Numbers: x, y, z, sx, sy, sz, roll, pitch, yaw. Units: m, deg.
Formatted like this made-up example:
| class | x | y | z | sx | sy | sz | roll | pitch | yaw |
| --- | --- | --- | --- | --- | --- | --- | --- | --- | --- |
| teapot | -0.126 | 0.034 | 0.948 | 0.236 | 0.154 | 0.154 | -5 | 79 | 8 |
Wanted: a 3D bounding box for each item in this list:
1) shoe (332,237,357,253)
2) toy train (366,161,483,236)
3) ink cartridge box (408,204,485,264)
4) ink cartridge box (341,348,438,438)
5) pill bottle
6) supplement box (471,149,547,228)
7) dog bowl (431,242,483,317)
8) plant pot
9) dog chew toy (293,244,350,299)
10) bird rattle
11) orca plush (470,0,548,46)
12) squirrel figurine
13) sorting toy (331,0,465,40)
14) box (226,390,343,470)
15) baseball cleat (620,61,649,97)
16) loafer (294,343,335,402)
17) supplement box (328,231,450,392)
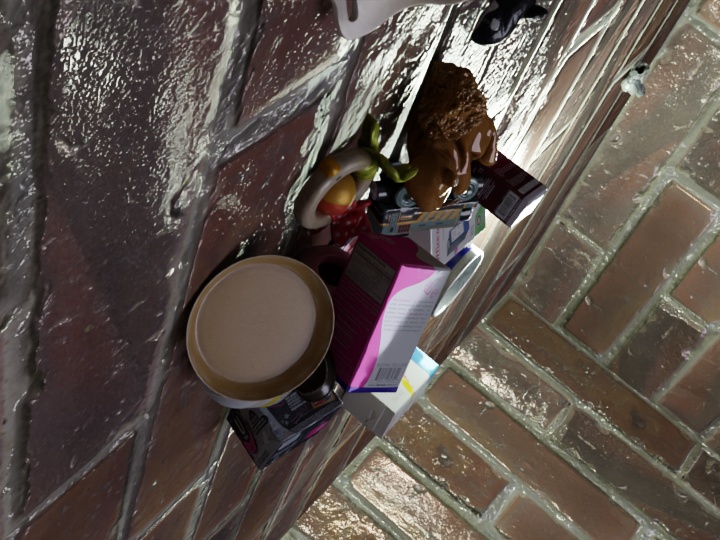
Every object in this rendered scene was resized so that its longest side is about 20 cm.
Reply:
| class | x | y | z | sx | sy | sz | roll | pitch | yaw |
| --- | --- | --- | --- | --- | --- | --- | --- | --- | --- |
| shoe | 0.000 | 0.000 | 1.743 | 0.072 | 0.091 | 0.200 | -49 | 167 | -13 |
| toy train | 0.100 | -0.113 | 1.671 | 0.199 | 0.085 | 0.115 | -8 | 133 | -26 |
| ink cartridge box | 0.139 | -0.103 | 1.848 | 0.200 | 0.087 | 0.146 | -36 | 133 | -44 |
| ink cartridge box | 0.073 | 0.296 | 2.722 | 0.200 | 0.146 | 0.147 | -43 | 166 | -36 |
| pill bottle | -0.163 | 0.139 | 1.499 | 0.112 | 0.112 | 0.200 | -52 | 168 | 1 |
| supplement box | 0.204 | -0.165 | 1.761 | 0.061 | 0.200 | 0.109 | -57 | 166 | 30 |
| dog bowl | 0.210 | 0.012 | 2.571 | 0.200 | 0.079 | 0.200 | -48 | 167 | -15 |
| plant pot | -0.130 | 0.072 | 1.359 | 0.200 | 0.200 | 0.027 | -52 | -150 | -1 |
| dog chew toy | -0.070 | 0.048 | 1.582 | 0.124 | 0.124 | 0.200 | -42 | 173 | -36 |
| bird rattle | -0.030 | -0.111 | 1.402 | 0.163 | 0.113 | 0.200 | -17 | 158 | -50 |
| orca plush | 0.251 | -0.396 | 1.578 | 0.200 | 0.071 | 0.105 | -45 | 166 | -31 |
| squirrel figurine | 0.110 | -0.186 | 1.482 | 0.187 | 0.141 | 0.201 | -57 | 158 | -47 |
| sorting toy | 0.039 | -0.307 | 1.024 | 0.180 | 0.107 | 0.200 | -44 | 168 | -2 |
| box | -0.133 | 0.236 | 1.768 | 0.132 | 0.115 | 0.200 | -30 | 168 | -25 |
| baseball cleat | 0.864 | -0.590 | 3.263 | 0.107 | 0.070 | 0.200 | -56 | 168 | 22 |
| loafer | -0.097 | 0.086 | 1.443 | 0.073 | 0.201 | 0.071 | -27 | 163 | 9 |
| supplement box | 0.026 | 0.059 | 1.467 | 0.101 | 0.103 | 0.201 | 6 | 115 | -43 |
